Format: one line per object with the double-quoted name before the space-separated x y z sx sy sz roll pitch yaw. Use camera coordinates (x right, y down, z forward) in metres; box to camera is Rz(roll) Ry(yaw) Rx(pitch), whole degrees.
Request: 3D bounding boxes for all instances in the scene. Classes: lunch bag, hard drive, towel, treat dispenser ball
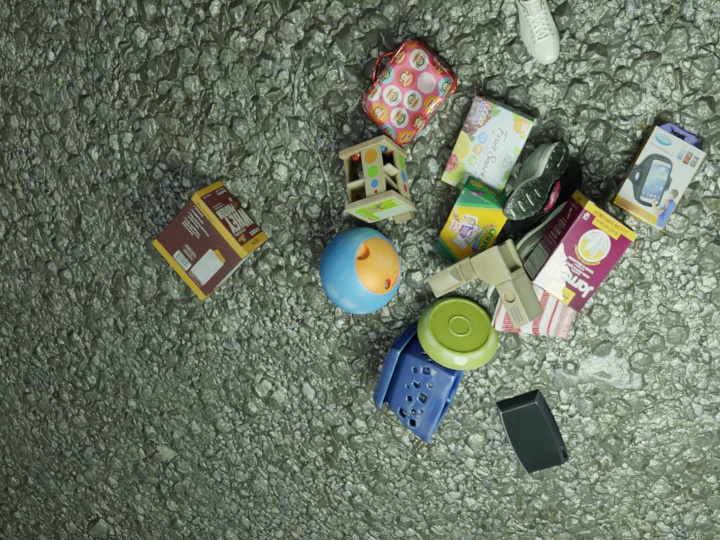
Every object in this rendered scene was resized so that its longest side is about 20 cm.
"lunch bag" 0.099 -0.403 1.555 0.176 0.082 0.200 43 116 0
"hard drive" 0.431 0.412 1.763 0.132 0.042 0.204 -21 101 24
"towel" 0.411 0.081 1.617 0.194 0.023 0.148 7 113 -13
"treat dispenser ball" 0.000 0.000 1.666 0.195 0.201 0.207 6 111 15

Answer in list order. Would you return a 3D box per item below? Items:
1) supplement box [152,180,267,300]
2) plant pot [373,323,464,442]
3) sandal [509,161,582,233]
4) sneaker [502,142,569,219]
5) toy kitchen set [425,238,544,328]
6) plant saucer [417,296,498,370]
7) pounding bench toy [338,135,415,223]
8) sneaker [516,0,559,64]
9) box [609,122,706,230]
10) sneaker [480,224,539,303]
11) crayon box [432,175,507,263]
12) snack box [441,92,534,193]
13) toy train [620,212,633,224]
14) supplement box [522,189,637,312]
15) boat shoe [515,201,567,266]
"supplement box" -0.385 -0.078 1.800 0.199 0.133 0.198 -40 93 26
"plant pot" 0.149 0.258 1.720 0.176 0.200 0.204 24 116 15
"sandal" 0.405 -0.160 1.542 0.200 0.045 0.076 -44 52 22
"sneaker" 0.366 -0.191 1.501 0.201 0.079 0.074 -51 123 -12
"toy kitchen set" 0.252 0.063 1.530 0.198 0.162 0.184 -28 85 41
"plant saucer" 0.231 0.138 1.646 0.195 0.202 0.031 19 143 10
"pounding bench toy" 0.053 -0.206 1.624 0.121 0.199 0.161 -14 74 26
"sneaker" 0.353 -0.517 1.431 0.071 0.085 0.204 -19 104 21
"box" 0.622 -0.201 1.455 0.117 0.041 0.204 28 100 5
"sneaker" 0.345 -0.025 1.617 0.073 0.080 0.202 26 106 -38
"crayon box" 0.254 -0.099 1.595 0.117 0.059 0.202 28 134 6
"snack box" 0.282 -0.269 1.560 0.139 0.053 0.204 25 116 7
"toy train" 0.514 -0.089 1.545 0.115 0.084 0.203 35 107 22
"supplement box" 0.449 -0.041 1.450 0.129 0.104 0.203 29 108 -9
"boat shoe" 0.408 -0.061 1.530 0.202 0.061 0.072 -46 133 14
